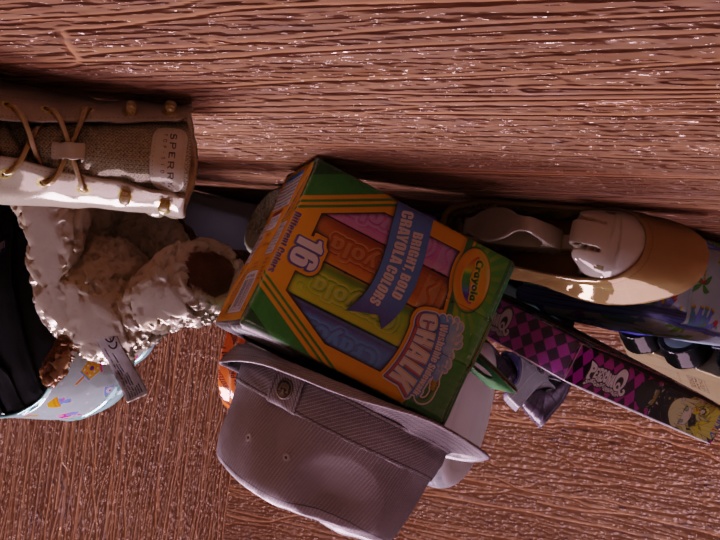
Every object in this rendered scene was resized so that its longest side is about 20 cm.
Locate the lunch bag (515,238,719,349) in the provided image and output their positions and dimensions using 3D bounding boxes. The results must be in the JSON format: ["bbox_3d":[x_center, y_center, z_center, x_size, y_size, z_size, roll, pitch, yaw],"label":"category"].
[{"bbox_3d":[0.233,0.011,1.225,0.160,0.083,0.199,10,179,42],"label":"lunch bag"}]

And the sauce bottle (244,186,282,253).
[{"bbox_3d":[0.000,0.000,1.225,0.199,0.065,0.064,28,166,-32],"label":"sauce bottle"}]

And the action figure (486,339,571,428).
[{"bbox_3d":[0.093,0.065,1.351,0.199,0.070,0.130,31,171,1],"label":"action figure"}]

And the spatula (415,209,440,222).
[{"bbox_3d":[0.103,-0.036,1.148,0.198,0.021,0.057,1,153,34],"label":"spatula"}]

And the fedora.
[{"bbox_3d":[-0.021,0.126,1.019,0.199,0.091,0.177,21,171,24],"label":"fedora"}]

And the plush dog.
[{"bbox_3d":[-0.180,0.001,1.181,0.199,0.161,0.172,30,-156,7],"label":"plush dog"}]

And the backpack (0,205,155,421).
[{"bbox_3d":[-0.266,0.034,1.320,0.175,0.202,0.153,-18,155,41],"label":"backpack"}]

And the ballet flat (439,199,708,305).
[{"bbox_3d":[0.143,-0.017,1.057,0.198,0.069,0.063,4,162,33],"label":"ballet flat"}]

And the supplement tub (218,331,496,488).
[{"bbox_3d":[-0.003,0.088,1.175,0.198,0.124,0.122,13,180,21],"label":"supplement tub"}]

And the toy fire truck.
[{"bbox_3d":[0.361,0.047,1.363,0.175,0.200,0.129,19,150,49],"label":"toy fire truck"}]

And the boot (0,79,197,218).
[{"bbox_3d":[-0.164,-0.065,0.772,0.153,0.073,0.200,8,-178,2],"label":"boot"}]

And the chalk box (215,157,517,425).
[{"bbox_3d":[0.021,0.026,1.033,0.199,0.125,0.125,27,172,-11],"label":"chalk box"}]

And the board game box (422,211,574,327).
[{"bbox_3d":[0.084,0.001,1.316,0.134,0.028,0.200,2,159,40],"label":"board game box"}]

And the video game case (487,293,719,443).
[{"bbox_3d":[0.164,0.064,1.190,0.180,0.036,0.200,24,-177,-37],"label":"video game case"}]

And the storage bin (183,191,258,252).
[{"bbox_3d":[-0.089,0.000,1.336,0.133,0.147,0.199,17,-178,30],"label":"storage bin"}]
